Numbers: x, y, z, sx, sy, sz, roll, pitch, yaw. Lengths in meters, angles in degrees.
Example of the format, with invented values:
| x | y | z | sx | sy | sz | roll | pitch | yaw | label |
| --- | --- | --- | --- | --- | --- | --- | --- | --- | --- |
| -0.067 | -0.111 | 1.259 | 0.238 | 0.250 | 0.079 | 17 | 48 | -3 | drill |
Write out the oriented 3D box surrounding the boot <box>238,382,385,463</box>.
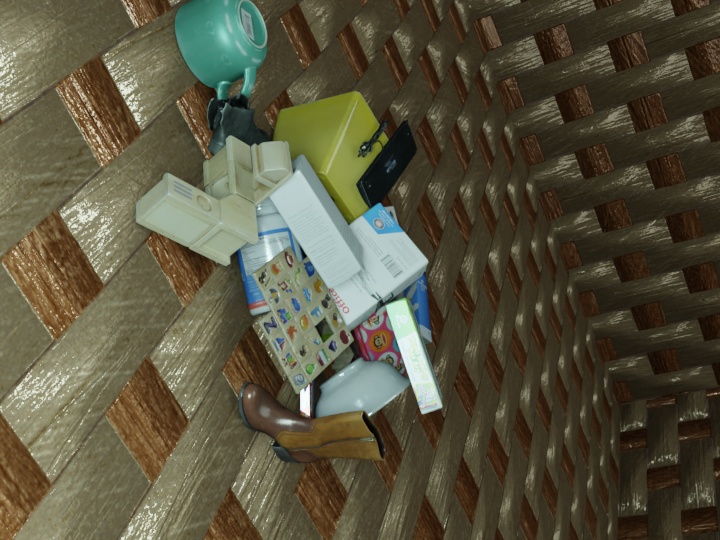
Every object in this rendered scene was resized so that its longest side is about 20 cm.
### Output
| x | y | z | sx | sy | sz | roll | pitch | yaw | label |
| --- | --- | --- | --- | --- | --- | --- | --- | --- | --- |
| -0.079 | 0.243 | 1.388 | 0.190 | 0.198 | 0.069 | 62 | 38 | -27 | boot |

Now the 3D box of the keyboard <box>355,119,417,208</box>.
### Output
| x | y | z | sx | sy | sz | roll | pitch | yaw | label |
| --- | --- | --- | --- | --- | --- | --- | --- | --- | --- |
| 0.044 | -0.219 | 1.671 | 0.201 | 0.020 | 0.128 | -56 | 137 | -36 | keyboard |

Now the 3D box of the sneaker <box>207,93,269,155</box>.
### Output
| x | y | z | sx | sy | sz | roll | pitch | yaw | label |
| --- | --- | --- | --- | --- | --- | --- | --- | --- | --- |
| -0.205 | -0.255 | 1.516 | 0.199 | 0.059 | 0.105 | -31 | 144 | -61 | sneaker |

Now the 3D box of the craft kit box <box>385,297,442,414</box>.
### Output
| x | y | z | sx | sy | sz | roll | pitch | yaw | label |
| --- | --- | --- | --- | --- | --- | --- | --- | --- | --- |
| 0.101 | 0.153 | 1.614 | 0.198 | 0.048 | 0.203 | 57 | 14 | -84 | craft kit box |

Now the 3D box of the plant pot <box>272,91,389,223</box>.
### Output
| x | y | z | sx | sy | sz | roll | pitch | yaw | label |
| --- | --- | --- | --- | --- | --- | --- | --- | --- | --- |
| -0.063 | -0.193 | 1.693 | 0.201 | 0.198 | 0.178 | 53 | 45 | -38 | plant pot |

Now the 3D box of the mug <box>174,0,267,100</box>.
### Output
| x | y | z | sx | sy | sz | roll | pitch | yaw | label |
| --- | --- | --- | --- | --- | --- | --- | --- | --- | --- |
| -0.226 | -0.399 | 1.540 | 0.186 | 0.113 | 0.153 | 59 | 29 | -29 | mug |

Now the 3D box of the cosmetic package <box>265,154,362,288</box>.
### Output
| x | y | z | sx | sy | sz | roll | pitch | yaw | label |
| --- | --- | --- | --- | --- | --- | --- | --- | --- | --- |
| -0.074 | -0.082 | 1.462 | 0.201 | 0.073 | 0.102 | 56 | 12 | -17 | cosmetic package |

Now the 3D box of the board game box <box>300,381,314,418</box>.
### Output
| x | y | z | sx | sy | sz | roll | pitch | yaw | label |
| --- | --- | --- | --- | --- | --- | --- | --- | --- | --- |
| -0.093 | 0.167 | 1.528 | 0.103 | 0.019 | 0.203 | 70 | 19 | -83 | board game box |

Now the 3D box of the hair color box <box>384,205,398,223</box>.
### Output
| x | y | z | sx | sy | sz | roll | pitch | yaw | label |
| --- | --- | --- | --- | --- | --- | --- | --- | --- | --- |
| 0.025 | -0.078 | 1.940 | 0.199 | 0.064 | 0.111 | -14 | 88 | -63 | hair color box |

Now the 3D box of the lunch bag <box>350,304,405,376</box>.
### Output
| x | y | z | sx | sy | sz | roll | pitch | yaw | label |
| --- | --- | --- | --- | --- | --- | --- | --- | --- | --- |
| 0.013 | 0.115 | 1.719 | 0.176 | 0.081 | 0.202 | -139 | -151 | -65 | lunch bag |

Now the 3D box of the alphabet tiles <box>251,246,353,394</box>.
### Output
| x | y | z | sx | sy | sz | roll | pitch | yaw | label |
| --- | --- | --- | --- | --- | --- | --- | --- | --- | --- |
| -0.100 | 0.071 | 1.429 | 0.167 | 0.007 | 0.202 | -40 | 108 | -45 | alphabet tiles |

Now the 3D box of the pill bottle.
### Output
| x | y | z | sx | sy | sz | roll | pitch | yaw | label |
| --- | --- | --- | --- | --- | --- | --- | --- | --- | --- |
| -0.155 | -0.032 | 1.489 | 0.112 | 0.111 | 0.203 | -4 | 80 | -64 | pill bottle |

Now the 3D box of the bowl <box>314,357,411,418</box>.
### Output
| x | y | z | sx | sy | sz | roll | pitch | yaw | label |
| --- | --- | --- | --- | --- | --- | --- | --- | --- | --- |
| -0.011 | 0.220 | 1.582 | 0.091 | 0.200 | 0.201 | 56 | 26 | 3 | bowl |

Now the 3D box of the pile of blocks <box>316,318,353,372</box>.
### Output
| x | y | z | sx | sy | sz | roll | pitch | yaw | label |
| --- | --- | --- | --- | --- | --- | --- | --- | --- | --- |
| -0.072 | 0.101 | 1.663 | 0.061 | 0.082 | 0.203 | -1 | 66 | -28 | pile of blocks |

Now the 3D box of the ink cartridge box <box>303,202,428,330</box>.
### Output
| x | y | z | sx | sy | sz | roll | pitch | yaw | label |
| --- | --- | --- | --- | --- | --- | --- | --- | --- | --- |
| 0.000 | 0.000 | 1.590 | 0.145 | 0.199 | 0.084 | 50 | -15 | 12 | ink cartridge box |

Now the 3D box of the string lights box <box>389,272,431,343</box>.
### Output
| x | y | z | sx | sy | sz | roll | pitch | yaw | label |
| --- | --- | --- | --- | --- | --- | --- | --- | --- | --- |
| 0.096 | 0.069 | 1.958 | 0.059 | 0.102 | 0.203 | 33 | 47 | -54 | string lights box |

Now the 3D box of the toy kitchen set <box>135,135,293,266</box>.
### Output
| x | y | z | sx | sy | sz | roll | pitch | yaw | label |
| --- | --- | --- | --- | --- | --- | --- | --- | --- | --- |
| -0.223 | -0.156 | 1.348 | 0.179 | 0.162 | 0.202 | 28 | 40 | -40 | toy kitchen set |
